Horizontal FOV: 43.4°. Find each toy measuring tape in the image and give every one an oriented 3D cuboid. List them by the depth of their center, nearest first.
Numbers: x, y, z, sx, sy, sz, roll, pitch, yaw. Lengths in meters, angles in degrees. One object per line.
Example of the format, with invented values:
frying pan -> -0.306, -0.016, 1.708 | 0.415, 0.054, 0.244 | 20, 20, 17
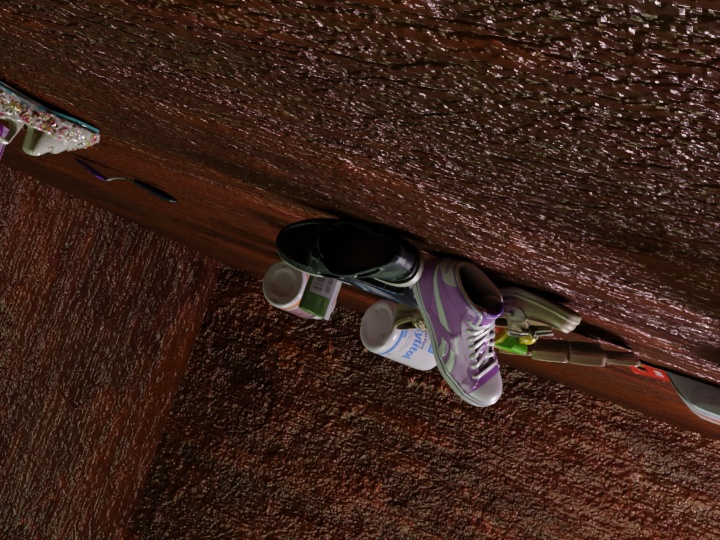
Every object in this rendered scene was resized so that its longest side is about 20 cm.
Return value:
toy measuring tape -> 0.182, 0.068, 1.262 | 0.073, 0.075, 0.199 | 22, 174, -28

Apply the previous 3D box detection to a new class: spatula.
spatula -> -0.406, -0.154, 1.563 | 0.196, 0.021, 0.057 | 19, -179, 6

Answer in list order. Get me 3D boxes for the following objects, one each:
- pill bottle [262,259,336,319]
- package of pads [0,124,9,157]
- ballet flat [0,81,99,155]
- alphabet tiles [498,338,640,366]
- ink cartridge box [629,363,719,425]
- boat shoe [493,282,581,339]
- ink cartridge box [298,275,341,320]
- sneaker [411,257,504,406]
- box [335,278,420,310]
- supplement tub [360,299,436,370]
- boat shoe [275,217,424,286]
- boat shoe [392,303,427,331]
pill bottle -> -0.139, 0.050, 2.143 | 0.112, 0.116, 0.199 | 18, 174, 26
package of pads -> -0.688, -0.240, 1.479 | 0.197, 0.077, 0.120 | 18, 176, 28
ballet flat -> -0.397, -0.173, 1.060 | 0.075, 0.065, 0.199 | 15, 173, 39
alphabet tiles -> 0.296, 0.114, 1.289 | 0.191, 0.015, 0.200 | 5, -178, 13
ink cartridge box -> 0.518, 0.201, 1.439 | 0.196, 0.051, 0.162 | 15, 173, 27
boat shoe -> 0.189, 0.056, 1.128 | 0.072, 0.064, 0.198 | 24, 174, -35
ink cartridge box -> -0.076, 0.042, 1.854 | 0.058, 0.106, 0.200 | 20, 175, 3
sneaker -> 0.137, 0.079, 1.079 | 0.113, 0.072, 0.203 | -3, 119, 58
box -> 0.000, 0.000, 1.424 | 0.196, 0.044, 0.160 | 19, 175, 16
supplement tub -> 0.106, 0.160, 2.227 | 0.198, 0.135, 0.131 | 23, 174, -41
boat shoe -> -0.025, -0.027, 1.054 | 0.196, 0.076, 0.066 | 17, 173, 28
boat shoe -> 0.131, 0.111, 1.989 | 0.072, 0.064, 0.200 | 22, 175, -27
